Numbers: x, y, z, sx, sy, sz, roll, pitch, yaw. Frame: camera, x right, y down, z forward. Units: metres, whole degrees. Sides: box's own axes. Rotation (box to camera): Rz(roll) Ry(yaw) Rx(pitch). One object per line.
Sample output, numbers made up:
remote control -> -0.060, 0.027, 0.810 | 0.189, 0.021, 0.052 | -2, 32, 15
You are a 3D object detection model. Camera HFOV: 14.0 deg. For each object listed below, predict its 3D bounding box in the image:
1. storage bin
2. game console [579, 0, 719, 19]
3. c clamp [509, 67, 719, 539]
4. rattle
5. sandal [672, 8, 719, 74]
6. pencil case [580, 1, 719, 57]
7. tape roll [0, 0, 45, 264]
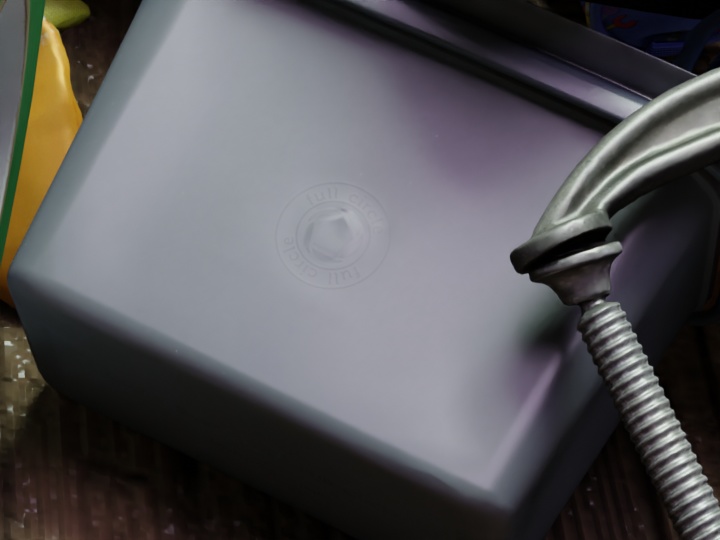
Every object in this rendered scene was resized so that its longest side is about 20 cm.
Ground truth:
storage bin -> 0.000, 0.000, 0.850 | 0.200, 0.146, 0.134 | 26, 69, 13
game console -> 0.080, -0.101, 0.863 | 0.200, 0.031, 0.177 | 6, -1, -28
c clamp -> 0.103, 0.045, 0.756 | 0.171, 0.027, 0.200 | -17, 77, -13
rattle -> -0.090, -0.083, 0.974 | 0.130, 0.143, 0.200 | -29, 4, 3
sandal -> 0.158, -0.022, 0.844 | 0.200, 0.080, 0.087 | 30, 0, 41
pencil case -> 0.088, -0.160, 1.074 | 0.078, 0.087, 0.200 | -6, 46, -19
tape roll -> -0.124, -0.010, 0.762 | 0.048, 0.201, 0.201 | 12, 41, -2
